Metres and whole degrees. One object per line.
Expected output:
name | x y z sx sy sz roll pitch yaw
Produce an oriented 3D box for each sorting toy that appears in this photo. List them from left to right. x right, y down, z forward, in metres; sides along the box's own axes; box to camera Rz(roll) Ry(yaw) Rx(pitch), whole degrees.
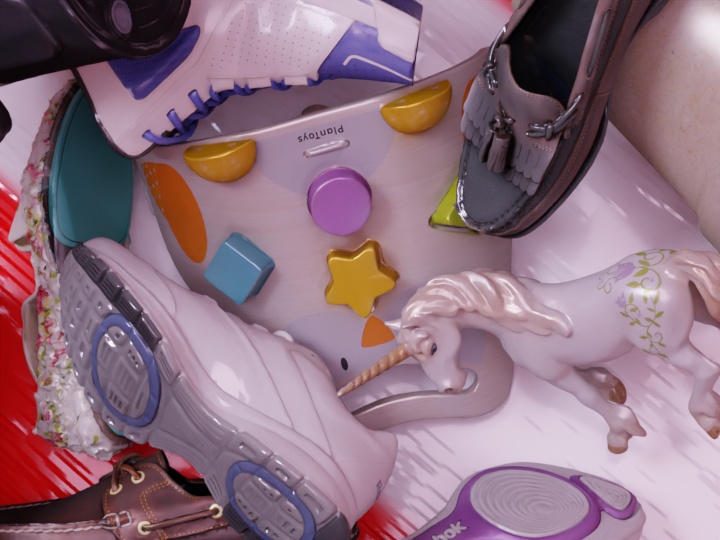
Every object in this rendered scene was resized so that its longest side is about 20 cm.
sorting toy | 0.000 0.000 0.979 0.199 0.107 0.181 -16 102 0

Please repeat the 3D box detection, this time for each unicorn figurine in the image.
unicorn figurine | 0.110 0.035 0.935 0.199 0.074 0.137 -29 122 26

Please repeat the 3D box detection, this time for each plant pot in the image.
plant pot | 0.183 -0.123 0.942 0.183 0.200 0.201 41 86 18

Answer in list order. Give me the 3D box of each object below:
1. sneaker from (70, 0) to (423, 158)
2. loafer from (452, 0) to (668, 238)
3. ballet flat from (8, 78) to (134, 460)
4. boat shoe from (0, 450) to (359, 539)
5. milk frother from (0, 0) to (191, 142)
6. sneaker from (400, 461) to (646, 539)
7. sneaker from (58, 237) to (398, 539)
sneaker | -0.072 -0.105 0.928 0.198 0.081 0.116 16 105 3
loafer | 0.087 -0.102 0.874 0.072 0.063 0.201 41 117 28
ballet flat | -0.154 0.000 0.988 0.064 0.075 0.201 -13 75 34
boat shoe | -0.100 0.124 0.963 0.199 0.070 0.071 0 103 -7
milk frother | -0.207 -0.151 0.809 0.187 0.181 0.201 -11 118 29
sneaker | 0.054 0.164 0.965 0.199 0.100 0.075 -21 41 -17
sneaker | -0.067 0.057 0.934 0.200 0.075 0.087 44 43 7
